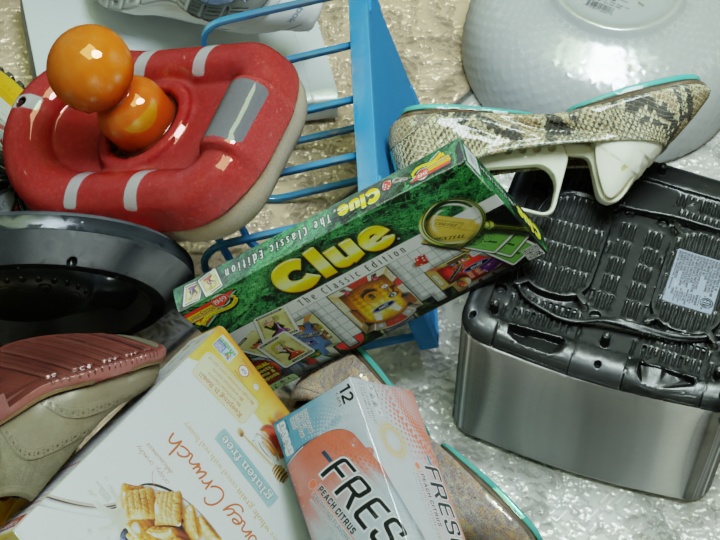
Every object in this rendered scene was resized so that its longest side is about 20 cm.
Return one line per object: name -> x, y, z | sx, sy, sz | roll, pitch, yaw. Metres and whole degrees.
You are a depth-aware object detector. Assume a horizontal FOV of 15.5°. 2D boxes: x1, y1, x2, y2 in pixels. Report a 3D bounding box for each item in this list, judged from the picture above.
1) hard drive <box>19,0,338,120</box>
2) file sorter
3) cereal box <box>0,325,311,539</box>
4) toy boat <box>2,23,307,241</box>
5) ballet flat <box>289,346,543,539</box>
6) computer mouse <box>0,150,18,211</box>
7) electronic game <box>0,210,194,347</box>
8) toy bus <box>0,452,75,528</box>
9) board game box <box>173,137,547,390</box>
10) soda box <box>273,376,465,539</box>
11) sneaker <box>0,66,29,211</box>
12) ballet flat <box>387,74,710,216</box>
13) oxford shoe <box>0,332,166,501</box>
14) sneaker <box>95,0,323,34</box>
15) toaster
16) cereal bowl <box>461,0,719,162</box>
hard drive -> -0.126, -0.148, 1.814 | 0.199, 0.026, 0.132 | -7, 52, -11
file sorter -> -0.029, -0.058, 1.670 | 0.122, 0.139, 0.201 | -13, 50, 11
cereal box -> -0.103, 0.146, 1.514 | 0.144, 0.039, 0.200 | 52, 50, -11
toy boat -> -0.139, -0.096, 1.575 | 0.199, 0.131, 0.131 | 0, 54, 41
ballet flat -> 0.027, 0.124, 1.593 | 0.067, 0.068, 0.200 | -38, 56, -11
computer mouse -> -0.297, -0.027, 1.611 | 0.140, 0.046, 0.200 | 24, 40, 16
electronic game -> -0.198, 0.005, 1.578 | 0.199, 0.200, 0.042 | -1, 70, -6
toy bus -> -0.228, 0.146, 1.517 | 0.191, 0.136, 0.200 | 28, 54, -3
board game box -> 0.000, 0.000, 1.564 | 0.199, 0.105, 0.024 | -28, 45, 18
soda box -> 0.020, 0.164, 1.511 | 0.068, 0.063, 0.201 | 15, 48, -53
sneaker -> -0.212, -0.049, 1.704 | 0.082, 0.078, 0.200 | -37, 53, -24
ballet flat -> 0.118, -0.069, 1.604 | 0.199, 0.068, 0.076 | -6, 73, -3
oxford shoe -> -0.186, 0.086, 1.472 | 0.070, 0.075, 0.200 | 13, 23, 40
sneaker -> -0.109, -0.191, 1.781 | 0.200, 0.087, 0.075 | 24, 91, 43
toaster -> 0.161, 0.032, 1.634 | 0.180, 0.119, 0.200 | 15, 51, 8
cereal bowl -> 0.172, -0.171, 1.822 | 0.199, 0.083, 0.201 | 3, 51, -4
